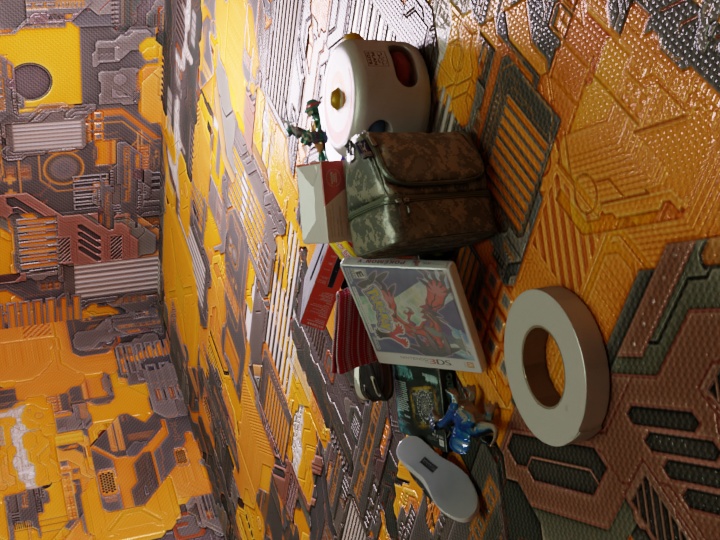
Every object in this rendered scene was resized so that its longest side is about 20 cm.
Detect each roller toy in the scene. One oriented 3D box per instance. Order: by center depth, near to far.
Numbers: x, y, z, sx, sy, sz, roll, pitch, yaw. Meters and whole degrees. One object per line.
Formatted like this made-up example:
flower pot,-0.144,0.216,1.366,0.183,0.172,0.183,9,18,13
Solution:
roller toy,0.017,-0.272,1.623,0.182,0.139,0.202,-150,61,-66

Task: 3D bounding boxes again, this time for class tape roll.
tape roll,0.246,0.121,1.309,0.203,0.037,0.205,172,90,-69

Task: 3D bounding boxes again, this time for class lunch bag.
lunch bag,0.077,-0.112,1.444,0.139,0.199,0.169,-24,75,60

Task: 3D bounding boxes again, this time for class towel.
towel,0.043,0.078,1.613,0.022,0.199,0.146,31,125,47

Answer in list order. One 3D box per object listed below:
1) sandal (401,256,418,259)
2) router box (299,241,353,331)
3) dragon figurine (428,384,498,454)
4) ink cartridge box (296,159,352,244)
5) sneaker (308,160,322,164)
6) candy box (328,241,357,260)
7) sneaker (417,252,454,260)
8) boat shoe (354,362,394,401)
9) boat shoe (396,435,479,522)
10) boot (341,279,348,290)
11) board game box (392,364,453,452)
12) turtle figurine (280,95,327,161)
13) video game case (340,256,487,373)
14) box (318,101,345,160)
sandal,0.047,-0.021,1.630,0.079,0.059,0.207,-18,117,39
router box,-0.057,-0.014,1.891,0.200,0.049,0.181,-92,21,-68
dragon figurine,0.164,0.237,1.533,0.200,0.058,0.100,-141,47,-58
ink cartridge box,0.007,-0.106,1.520,0.067,0.199,0.118,-1,96,51
sneaker,-0.043,-0.144,1.669,0.071,0.093,0.200,-70,14,-12
candy box,0.000,0.000,1.649,0.102,0.026,0.200,49,180,28
sneaker,0.096,-0.103,1.588,0.081,0.073,0.202,-157,64,-71
boat shoe,0.021,0.129,1.789,0.060,0.074,0.202,1,96,43
boat shoe,0.129,0.346,1.663,0.200,0.070,0.066,35,161,47
boot,0.015,0.076,1.887,0.200,0.069,0.176,149,110,-75
board game box,0.107,0.218,1.723,0.200,0.028,0.136,-176,79,-70
turtle figurine,-0.087,-0.252,1.984,0.150,0.100,0.201,-134,23,-80
video game case,0.079,0.066,1.509,0.181,0.023,0.201,3,130,31
box,-0.005,-0.218,1.810,0.141,0.078,0.202,146,114,-70
